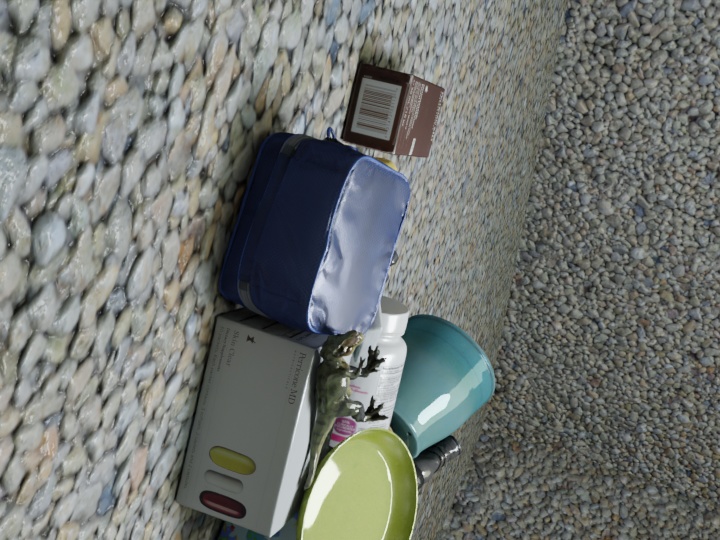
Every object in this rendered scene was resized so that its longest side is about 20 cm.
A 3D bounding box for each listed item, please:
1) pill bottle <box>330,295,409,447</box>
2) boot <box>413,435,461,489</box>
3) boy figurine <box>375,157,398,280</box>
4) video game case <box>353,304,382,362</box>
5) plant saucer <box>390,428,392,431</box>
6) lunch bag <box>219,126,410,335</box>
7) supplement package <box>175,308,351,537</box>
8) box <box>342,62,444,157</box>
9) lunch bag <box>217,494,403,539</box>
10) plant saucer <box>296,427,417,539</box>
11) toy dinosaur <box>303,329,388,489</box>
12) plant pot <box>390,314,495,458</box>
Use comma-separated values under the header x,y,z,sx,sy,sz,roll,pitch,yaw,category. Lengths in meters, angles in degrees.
x,y,z,sx,sy,sz,roll,pitch,yaw,category
0.001,0.139,1.419,0.113,0.113,0.201,-28,132,-70,pill bottle
0.080,0.345,1.770,0.131,0.199,0.070,-28,97,-40,boot
0.019,-0.067,1.370,0.201,0.064,0.125,87,24,-50,boy figurine
0.000,0.000,1.181,0.200,0.023,0.184,102,-16,-75,video game case
-0.020,0.324,1.621,0.200,0.035,0.201,-43,149,-33,plant saucer
-0.049,-0.043,1.010,0.136,0.132,0.201,23,84,-60,lunch bag
-0.094,0.149,1.079,0.156,0.110,0.202,-16,121,-73,supplement package
0.046,-0.201,1.311,0.200,0.074,0.101,-23,127,-74,box
-0.057,0.318,1.224,0.128,0.199,0.171,62,45,-69,lunch bag
-0.008,0.271,1.128,0.199,0.031,0.202,-11,104,-49,plant saucer
-0.014,0.126,1.023,0.088,0.047,0.201,-16,130,-36,toy dinosaur
0.095,0.209,1.726,0.188,0.199,0.201,-43,150,-36,plant pot
